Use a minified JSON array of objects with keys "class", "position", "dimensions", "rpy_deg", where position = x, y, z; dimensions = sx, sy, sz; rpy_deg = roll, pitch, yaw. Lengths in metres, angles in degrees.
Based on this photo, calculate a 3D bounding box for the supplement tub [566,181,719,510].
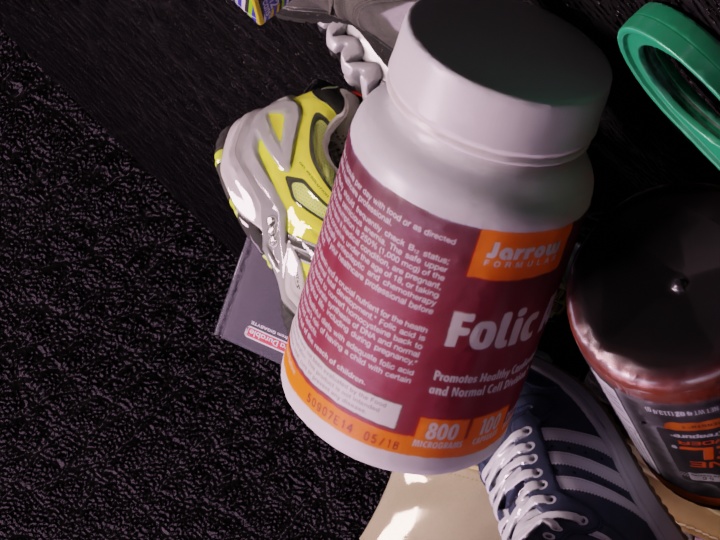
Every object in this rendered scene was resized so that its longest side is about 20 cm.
[{"class":"supplement tub","position":[0.169,0.047,1.186],"dimensions":[0.107,0.107,0.200],"rpy_deg":[40,173,32]}]

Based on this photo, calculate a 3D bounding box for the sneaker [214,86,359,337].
[{"class":"sneaker","position":[0.000,0.000,1.265],"dimensions":[0.201,0.076,0.075],"rpy_deg":[61,-157,5]}]

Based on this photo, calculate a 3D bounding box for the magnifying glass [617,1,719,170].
[{"class":"magnifying glass","position":[0.172,-0.035,1.042],"dimensions":[0.200,0.022,0.080],"rpy_deg":[50,171,-29]}]

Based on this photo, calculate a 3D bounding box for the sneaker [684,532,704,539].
[{"class":"sneaker","position":[0.252,0.137,1.419],"dimensions":[0.200,0.115,0.076],"rpy_deg":[-6,-100,-60]}]

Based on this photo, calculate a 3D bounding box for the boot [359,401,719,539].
[{"class":"boot","position":[0.099,0.145,1.321],"dimensions":[0.199,0.156,0.073],"rpy_deg":[23,-171,-2]}]

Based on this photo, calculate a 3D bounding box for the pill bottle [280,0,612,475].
[{"class":"pill bottle","position":[0.040,-0.017,1.142],"dimensions":[0.114,0.114,0.201],"rpy_deg":[40,129,32]}]

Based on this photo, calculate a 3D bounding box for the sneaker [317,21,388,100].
[{"class":"sneaker","position":[0.040,-0.095,1.271],"dimensions":[0.075,0.081,0.201],"rpy_deg":[30,-151,-59]}]

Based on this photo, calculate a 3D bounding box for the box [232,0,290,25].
[{"class":"box","position":[-0.053,-0.197,1.039],"dimensions":[0.064,0.070,0.200],"rpy_deg":[41,162,29]}]

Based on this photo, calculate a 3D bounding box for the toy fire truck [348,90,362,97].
[{"class":"toy fire truck","position":[0.067,-0.032,1.423],"dimensions":[0.167,0.112,0.200],"rpy_deg":[0,141,42]}]

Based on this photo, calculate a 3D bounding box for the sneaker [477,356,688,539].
[{"class":"sneaker","position":[0.081,0.116,1.191],"dimensions":[0.108,0.070,0.200],"rpy_deg":[-4,-135,-40]}]

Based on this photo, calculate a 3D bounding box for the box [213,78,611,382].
[{"class":"box","position":[0.036,0.006,1.360],"dimensions":[0.199,0.159,0.046],"rpy_deg":[25,-143,3]}]

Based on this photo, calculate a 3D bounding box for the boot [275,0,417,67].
[{"class":"boot","position":[-0.018,-0.174,1.212],"dimensions":[0.200,0.068,0.131],"rpy_deg":[32,161,38]}]
